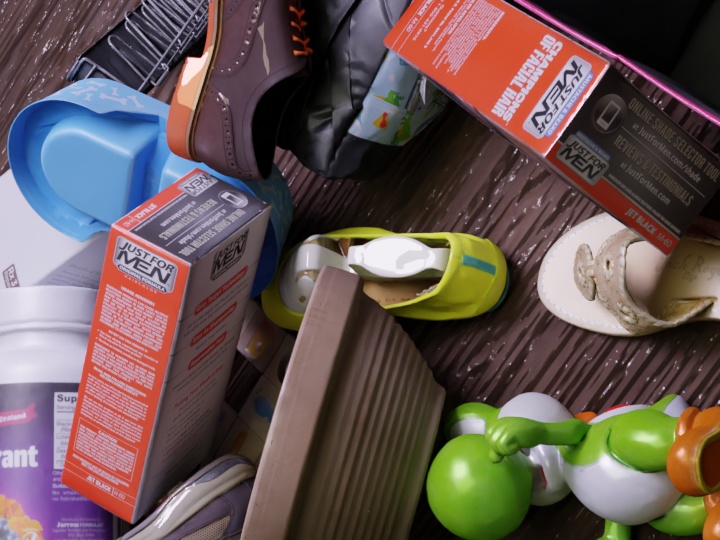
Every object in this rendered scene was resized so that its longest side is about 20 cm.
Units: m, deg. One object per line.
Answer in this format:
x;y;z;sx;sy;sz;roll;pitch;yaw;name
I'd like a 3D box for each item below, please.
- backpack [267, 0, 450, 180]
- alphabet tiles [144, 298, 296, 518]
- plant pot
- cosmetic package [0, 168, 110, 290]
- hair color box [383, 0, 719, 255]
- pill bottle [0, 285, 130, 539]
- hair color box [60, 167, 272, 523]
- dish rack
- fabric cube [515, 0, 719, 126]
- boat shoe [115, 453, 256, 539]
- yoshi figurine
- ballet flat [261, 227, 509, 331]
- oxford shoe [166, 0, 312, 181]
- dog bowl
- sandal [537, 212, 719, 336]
0.013;-0.179;1.197;0.163;0.152;0.202;45;127;42;backpack
-0.070;0.128;1.253;0.200;0.008;0.168;40;103;38;alphabet tiles
-0.006;0.106;1.117;0.092;0.201;0.203;15;87;1;plant pot
-0.229;-0.019;1.377;0.199;0.074;0.102;-36;59;27;cosmetic package
0.106;-0.094;1.068;0.064;0.111;0.200;-53;33;4;hair color box
-0.212;0.116;1.292;0.111;0.111;0.203;-9;78;36;pill bottle
-0.123;0.048;1.192;0.061;0.101;0.202;27;122;16;hair color box
-0.101;-0.201;1.269;0.054;0.154;0.200;40;125;-5;dish rack
0.228;-0.163;0.973;0.200;0.199;0.197;39;103;38;fabric cube
-0.132;0.201;1.195;0.200;0.075;0.073;-40;81;-7;boat shoe
0.116;0.120;1.047;0.199;0.111;0.114;3;86;42;yoshi figurine
0.000;0.000;1.194;0.198;0.067;0.068;-3;75;38;ballet flat
-0.052;-0.152;1.140;0.072;0.071;0.202;25;109;22;oxford shoe
-0.133;-0.057;1.243;0.198;0.050;0.112;24;132;9;dog bowl
0.172;-0.002;1.056;0.210;0.069;0.079;7;82;39;sandal
